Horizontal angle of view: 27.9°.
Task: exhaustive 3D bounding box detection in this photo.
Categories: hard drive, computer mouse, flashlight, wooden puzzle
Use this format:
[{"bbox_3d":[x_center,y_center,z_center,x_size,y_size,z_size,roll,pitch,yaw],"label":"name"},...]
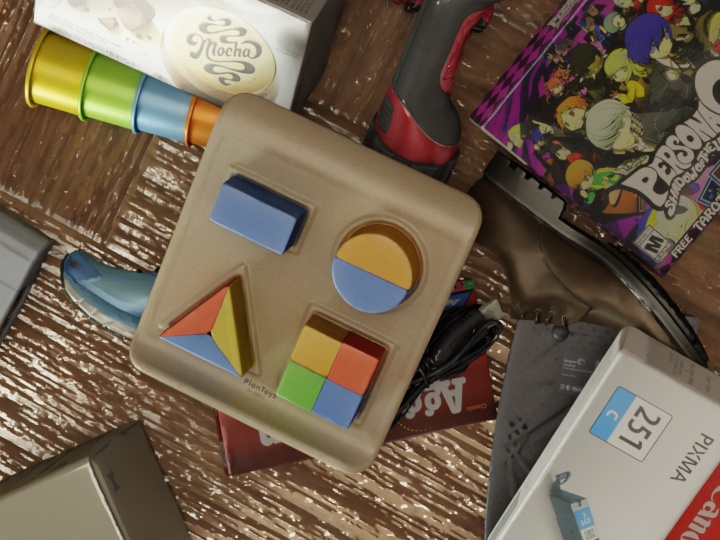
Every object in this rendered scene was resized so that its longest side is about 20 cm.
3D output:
[{"bbox_3d":[0.162,0.120,1.031,0.134,0.042,0.202,8,96,6],"label":"hard drive"},{"bbox_3d":[0.000,0.000,0.990,0.138,0.053,0.201,-35,89,-16],"label":"computer mouse"},{"bbox_3d":[0.060,-0.142,0.960,0.068,0.068,0.201,29,129,6],"label":"flashlight"},{"bbox_3d":[-0.041,0.012,0.941,0.184,0.046,0.201,25,104,6],"label":"wooden puzzle"}]

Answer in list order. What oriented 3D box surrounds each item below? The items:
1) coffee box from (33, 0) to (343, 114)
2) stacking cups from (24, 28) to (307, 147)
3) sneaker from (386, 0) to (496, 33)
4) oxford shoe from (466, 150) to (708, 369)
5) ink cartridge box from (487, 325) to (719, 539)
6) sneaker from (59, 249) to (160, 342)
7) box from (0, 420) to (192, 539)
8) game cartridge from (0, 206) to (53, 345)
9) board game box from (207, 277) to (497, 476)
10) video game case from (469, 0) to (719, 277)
[{"bbox_3d":[-0.117,-0.192,0.990,0.199,0.080,0.113,25,141,4],"label":"coffee box"},{"bbox_3d":[-0.137,-0.117,1.043,0.198,0.061,0.061,17,98,0],"label":"stacking cups"},{"bbox_3d":[0.010,-0.238,0.999,0.199,0.081,0.075,26,82,-10],"label":"sneaker"},{"bbox_3d":[0.146,0.013,0.982,0.200,0.073,0.085,41,97,16],"label":"oxford shoe"},{"bbox_3d":[0.201,0.162,0.961,0.175,0.045,0.201,28,117,2],"label":"ink cartridge box"},{"bbox_3d":[-0.119,0.019,1.049,0.198,0.078,0.091,18,88,-4],"label":"sneaker"},{"bbox_3d":[-0.240,0.206,1.047,0.199,0.128,0.110,-24,93,9],"label":"box"},{"bbox_3d":[-0.332,0.031,1.088,0.132,0.042,0.201,29,99,-1],"label":"game cartridge"},{"bbox_3d":[-0.006,0.073,1.018,0.198,0.019,0.104,-11,91,-15],"label":"board game box"},{"bbox_3d":[0.202,-0.124,0.973,0.181,0.036,0.200,37,99,-21],"label":"video game case"}]
